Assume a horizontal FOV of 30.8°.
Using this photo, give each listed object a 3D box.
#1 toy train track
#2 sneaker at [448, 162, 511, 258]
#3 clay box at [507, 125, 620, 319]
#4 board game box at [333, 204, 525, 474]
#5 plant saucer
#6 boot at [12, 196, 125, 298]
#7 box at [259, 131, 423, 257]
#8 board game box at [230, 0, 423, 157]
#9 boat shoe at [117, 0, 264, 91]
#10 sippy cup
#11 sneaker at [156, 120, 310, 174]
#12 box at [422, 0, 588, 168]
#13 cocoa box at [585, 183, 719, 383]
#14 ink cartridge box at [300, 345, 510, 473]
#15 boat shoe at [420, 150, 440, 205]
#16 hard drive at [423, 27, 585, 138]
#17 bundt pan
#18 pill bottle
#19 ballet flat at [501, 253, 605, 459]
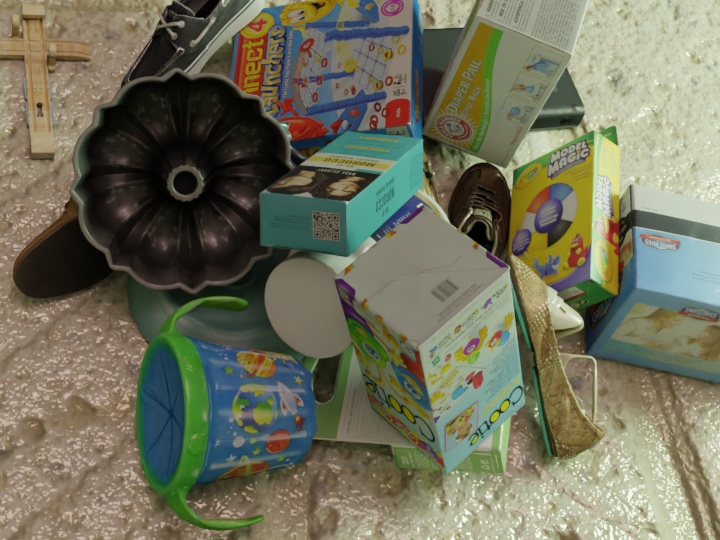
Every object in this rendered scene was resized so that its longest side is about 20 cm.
[{"bbox_3d":[-0.332,-0.204,1.343,0.114,0.033,0.201,-2,58,-17],"label":"toy train track"},{"bbox_3d":[0.126,-0.044,1.333,0.070,0.076,0.200,16,54,-4],"label":"sneaker"},{"bbox_3d":[0.205,-0.053,1.322,0.048,0.115,0.201,26,55,-33],"label":"clay box"},{"bbox_3d":[0.062,0.062,1.102,0.105,0.200,0.103,-39,55,-19],"label":"board game box"},{"bbox_3d":[-0.121,0.009,1.247,0.199,0.036,0.201,6,54,-8],"label":"plant saucer"},{"bbox_3d":[-0.258,-0.044,1.247,0.075,0.074,0.200,25,50,35],"label":"boot"},{"bbox_3d":[-0.013,-0.072,1.164,0.082,0.049,0.200,8,23,19],"label":"box"},{"bbox_3d":[-0.035,-0.195,1.354,0.195,0.056,0.201,-7,54,12],"label":"board game box"},{"bbox_3d":[-0.183,-0.250,1.363,0.200,0.068,0.072,-44,54,-14],"label":"boat shoe"},{"bbox_3d":[-0.112,0.122,1.129,0.130,0.178,0.140,1,21,-28],"label":"sippy cup"},{"bbox_3d":[-0.111,-0.116,1.261,0.200,0.086,0.078,22,27,-20],"label":"sneaker"},{"bbox_3d":[0.147,-0.215,1.339,0.101,0.200,0.113,22,58,-2],"label":"box"},{"bbox_3d":[0.340,0.020,1.312,0.199,0.134,0.132,12,55,-8],"label":"cocoa box"},{"bbox_3d":[0.042,0.112,1.225,0.199,0.048,0.146,1,52,14],"label":"ink cartridge box"},{"bbox_3d":[0.044,-0.126,1.369,0.062,0.073,0.200,-11,59,-19],"label":"boat shoe"},{"bbox_3d":[0.140,-0.218,1.483,0.199,0.033,0.140,-6,59,-19],"label":"hard drive"},{"bbox_3d":[-0.160,-0.085,1.185,0.201,0.203,0.076,7,13,-11],"label":"bundt pan"},{"bbox_3d":[0.000,0.000,1.206,0.116,0.116,0.200,36,32,10],"label":"pill bottle"},{"bbox_3d":[0.186,0.076,1.239,0.065,0.071,0.201,-15,89,8],"label":"ballet flat"}]
